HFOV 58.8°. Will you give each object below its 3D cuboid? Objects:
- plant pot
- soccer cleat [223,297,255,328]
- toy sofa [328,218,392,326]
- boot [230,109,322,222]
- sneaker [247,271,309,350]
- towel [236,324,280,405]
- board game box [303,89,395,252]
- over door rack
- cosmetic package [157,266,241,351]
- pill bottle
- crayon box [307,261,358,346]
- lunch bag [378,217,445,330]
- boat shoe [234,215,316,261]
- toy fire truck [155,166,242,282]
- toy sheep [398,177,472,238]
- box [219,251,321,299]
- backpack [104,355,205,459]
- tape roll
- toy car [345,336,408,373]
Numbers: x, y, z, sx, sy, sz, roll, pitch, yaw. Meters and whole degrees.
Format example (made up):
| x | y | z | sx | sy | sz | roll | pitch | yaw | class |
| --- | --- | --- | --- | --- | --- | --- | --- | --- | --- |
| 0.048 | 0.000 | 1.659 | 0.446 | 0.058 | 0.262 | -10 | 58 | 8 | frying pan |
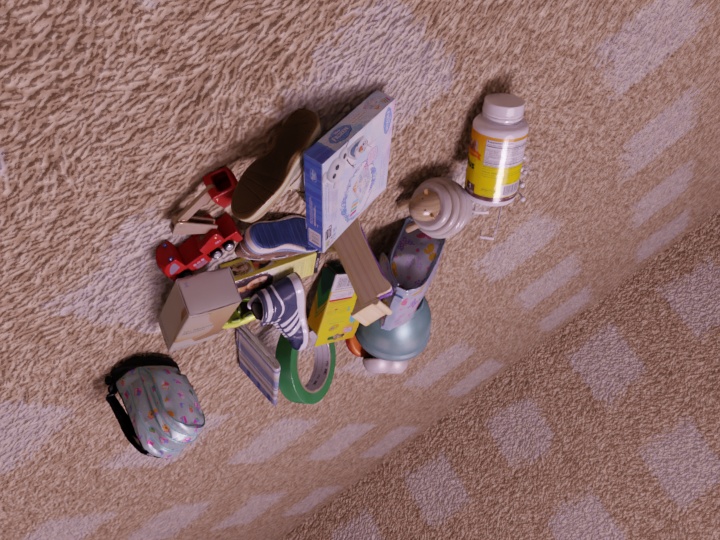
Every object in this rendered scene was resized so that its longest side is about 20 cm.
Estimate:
| x | y | z | sx | sy | sz | roll | pitch | yaw | class |
| --- | --- | --- | --- | --- | --- | --- | --- | --- | --- |
| 0.086 | 0.100 | 1.560 | 0.198 | 0.201 | 0.135 | -20 | 146 | -24 | plant pot |
| -0.212 | 0.079 | 1.334 | 0.198 | 0.065 | 0.084 | -25 | 152 | -18 | soccer cleat |
| 0.000 | 0.000 | 1.289 | 0.097 | 0.202 | 0.083 | -31 | 153 | 9 | toy sofa |
| -0.114 | -0.140 | 1.035 | 0.201 | 0.072 | 0.155 | -55 | 158 | -8 | boot |
| -0.164 | 0.099 | 1.284 | 0.107 | 0.070 | 0.202 | -24 | 137 | -25 | sneaker |
| -0.231 | 0.215 | 1.455 | 0.024 | 0.147 | 0.201 | -34 | 157 | -28 | towel |
| -0.019 | -0.163 | 1.067 | 0.199 | 0.043 | 0.202 | -47 | 156 | -32 | board game box |
| 0.323 | -0.175 | 1.417 | 0.202 | 0.066 | 0.148 | -63 | 156 | -13 | over door rack |
| -0.298 | 0.074 | 1.168 | 0.104 | 0.072 | 0.200 | -16 | 165 | -31 | cosmetic package |
| 0.267 | -0.237 | 1.256 | 0.108 | 0.109 | 0.203 | -18 | 129 | -27 | pill bottle |
| -0.047 | 0.073 | 1.469 | 0.126 | 0.051 | 0.202 | -7 | 127 | -41 | crayon box |
| 0.098 | 0.014 | 1.431 | 0.171 | 0.125 | 0.202 | 104 | 9 | -55 | lunch bag |
| -0.152 | -0.057 | 1.184 | 0.072 | 0.073 | 0.199 | -27 | 165 | 34 | boat shoe |
| -0.265 | -0.069 | 1.050 | 0.198 | 0.049 | 0.141 | -33 | 153 | 2 | toy fire truck |
| 0.167 | -0.130 | 1.342 | 0.199 | 0.139 | 0.138 | -10 | 147 | -52 | toy sheep |
| -0.176 | -0.003 | 1.256 | 0.198 | 0.050 | 0.076 | -22 | 151 | -24 | box |
| -0.405 | 0.275 | 1.295 | 0.126 | 0.201 | 0.166 | -43 | 151 | 21 | backpack |
| -0.127 | 0.212 | 1.514 | 0.047 | 0.204 | 0.200 | -1 | 168 | 29 | tape roll |
| 0.040 | 0.188 | 1.720 | 0.148 | 0.178 | 0.199 | -7 | 168 | 32 | toy car |
